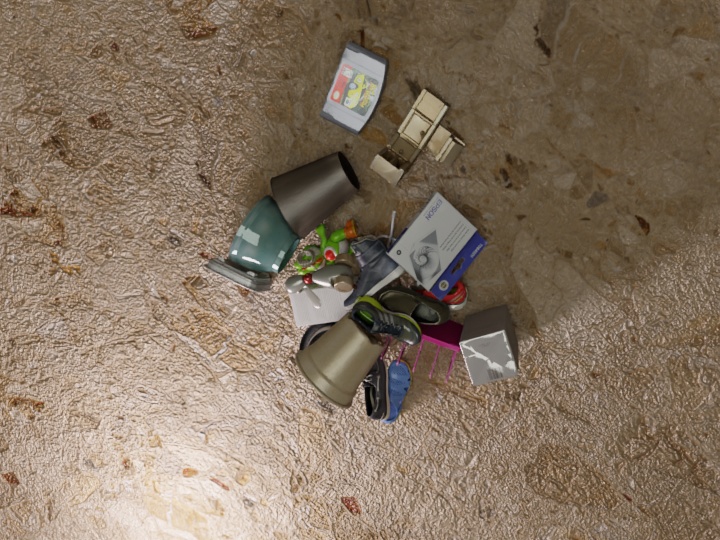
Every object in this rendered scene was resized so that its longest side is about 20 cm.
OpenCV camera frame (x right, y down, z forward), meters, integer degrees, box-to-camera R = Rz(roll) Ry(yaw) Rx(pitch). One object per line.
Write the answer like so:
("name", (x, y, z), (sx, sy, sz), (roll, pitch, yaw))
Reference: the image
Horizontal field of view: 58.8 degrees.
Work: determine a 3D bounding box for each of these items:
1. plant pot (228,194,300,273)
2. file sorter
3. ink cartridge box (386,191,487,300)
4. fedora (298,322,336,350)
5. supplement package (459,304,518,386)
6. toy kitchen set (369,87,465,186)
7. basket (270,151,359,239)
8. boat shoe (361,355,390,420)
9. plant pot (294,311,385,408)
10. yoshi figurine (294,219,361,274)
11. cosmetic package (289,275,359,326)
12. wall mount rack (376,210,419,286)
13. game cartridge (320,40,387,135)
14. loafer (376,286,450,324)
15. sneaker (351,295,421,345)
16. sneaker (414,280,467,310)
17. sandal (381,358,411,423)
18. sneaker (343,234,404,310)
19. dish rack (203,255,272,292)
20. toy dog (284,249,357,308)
("plant pot", (-0.242, -0.078, 1.708), (0.133, 0.200, 0.203), (33, 111, 3))
("file sorter", (0.165, 0.197, 1.711), (0.195, 0.139, 0.128), (19, 112, 9))
("ink cartridge box", (0.198, -0.056, 1.603), (0.199, 0.041, 0.201), (39, 92, -13))
("fedora", (-0.102, 0.248, 1.816), (0.195, 0.092, 0.206), (4, 106, 14))
("supplement package", (0.332, 0.187, 1.628), (0.119, 0.200, 0.123), (-18, 100, 18))
("toy kitchen set", (0.156, -0.303, 1.551), (0.162, 0.181, 0.202), (35, 115, 2))
("basket", (-0.111, -0.211, 1.677), (0.197, 0.136, 0.184), (-27, 90, 16))
("boat shoe", (0.036, 0.312, 1.770), (0.072, 0.062, 0.205), (-29, 63, 48))
("plant pot", (-0.040, 0.216, 1.654), (0.200, 0.200, 0.184), (42, 100, 0))
("yoshi figurine", (-0.090, -0.061, 1.736), (0.196, 0.112, 0.115), (-27, 74, 8))
("cosmetic package", (-0.090, 0.086, 1.781), (0.195, 0.071, 0.104), (-8, 103, 17))
("wall mount rack", (0.126, -0.062, 1.682), (0.195, 0.075, 0.178), (18, 108, 8))
("game cartridge", (-0.010, -0.460, 1.631), (0.131, 0.041, 0.204), (25, 110, 3))
("loafer", (0.131, 0.092, 1.639), (0.195, 0.070, 0.077), (11, 103, 17))
("sneaker", (0.060, 0.138, 1.600), (0.196, 0.081, 0.075), (24, 117, 13))
("sneaker", (0.184, 0.061, 1.689), (0.194, 0.078, 0.086), (-10, 135, 8))
("sandal", (0.095, 0.350, 1.798), (0.077, 0.087, 0.206), (12, 106, 13))
("sneaker", (0.001, -0.001, 1.660), (0.201, 0.077, 0.147), (-39, 96, 22))
("dish rack", (-0.328, 0.005, 1.764), (0.168, 0.200, 0.044), (25, 92, 7))
("toy dog", (-0.086, 0.029, 1.626), (0.196, 0.134, 0.097), (6, 149, 35))
